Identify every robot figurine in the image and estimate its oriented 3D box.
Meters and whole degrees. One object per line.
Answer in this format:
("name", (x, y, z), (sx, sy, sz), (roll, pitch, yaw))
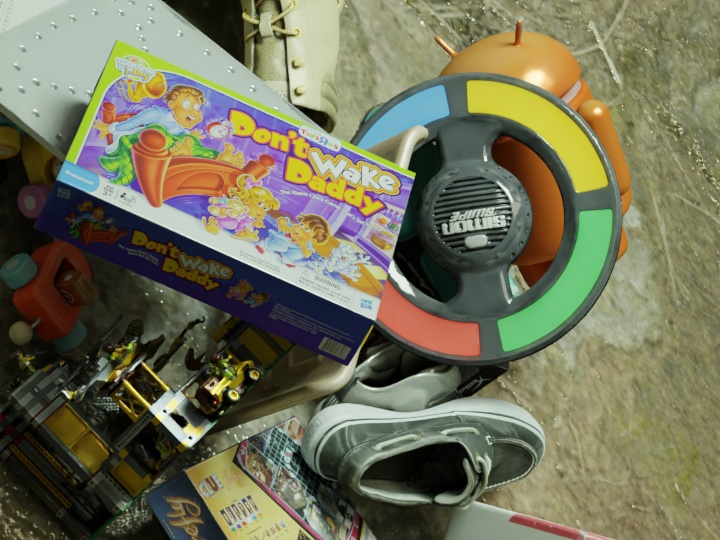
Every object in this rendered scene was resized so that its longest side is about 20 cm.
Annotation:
("robot figurine", (0.119, -0.083, 1.852), (0.144, 0.116, 0.200), (-116, -178, -71))

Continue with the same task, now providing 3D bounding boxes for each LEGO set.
("LEGO set", (-0.143, 0.065, 1.583), (0.116, 0.200, 0.154), (46, 58, -1))

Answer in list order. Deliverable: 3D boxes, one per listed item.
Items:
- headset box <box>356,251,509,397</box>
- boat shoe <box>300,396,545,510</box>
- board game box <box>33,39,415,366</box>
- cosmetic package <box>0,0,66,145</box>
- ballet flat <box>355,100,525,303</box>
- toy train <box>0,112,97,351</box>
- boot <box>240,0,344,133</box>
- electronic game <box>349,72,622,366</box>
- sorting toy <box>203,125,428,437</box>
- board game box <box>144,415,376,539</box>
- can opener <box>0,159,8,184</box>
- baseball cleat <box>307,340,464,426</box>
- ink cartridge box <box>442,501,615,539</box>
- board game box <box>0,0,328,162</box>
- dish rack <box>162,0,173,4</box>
("headset box", (0.000, 0.000, 1.847), (0.200, 0.075, 0.149), (19, 49, -35))
("boat shoe", (0.052, 0.132, 1.735), (0.200, 0.072, 0.071), (0, 31, -38))
("board game box", (-0.077, -0.041, 1.535), (0.200, 0.045, 0.135), (24, 43, -8))
("cosmetic package", (-0.188, -0.128, 1.762), (0.200, 0.071, 0.102), (31, 44, -24))
("ballet flat", (0.056, -0.024, 1.821), (0.200, 0.076, 0.064), (63, 8, 9))
("toy train", (-0.211, -0.056, 1.651), (0.200, 0.056, 0.150), (57, 33, -25))
("boot", (-0.067, -0.191, 1.875), (0.200, 0.073, 0.156), (36, 56, -61))
("electronic game", (0.076, -0.035, 1.754), (0.200, 0.200, 0.042), (60, 1, 9))
("sorting toy", (-0.031, 0.013, 1.681), (0.036, 0.185, 0.200), (31, 63, -23))
("board game box", (-0.051, 0.172, 1.648), (0.136, 0.035, 0.200), (57, 19, 5))
("can opener", (-0.296, -0.120, 1.656), (0.200, 0.079, 0.063), (44, 37, -26))
("baseball cleat", (0.058, 0.099, 1.803), (0.200, 0.107, 0.070), (4, 39, -45))
("ink cartridge box", (0.169, 0.226, 1.776), (0.200, 0.145, 0.084), (19, 83, -34))
("board game box", (-0.129, -0.091, 1.627), (0.200, 0.026, 0.200), (39, 34, 9))
("dish rack", (-0.168, -0.292, 1.921), (0.200, 0.055, 0.153), (51, 38, -2))
